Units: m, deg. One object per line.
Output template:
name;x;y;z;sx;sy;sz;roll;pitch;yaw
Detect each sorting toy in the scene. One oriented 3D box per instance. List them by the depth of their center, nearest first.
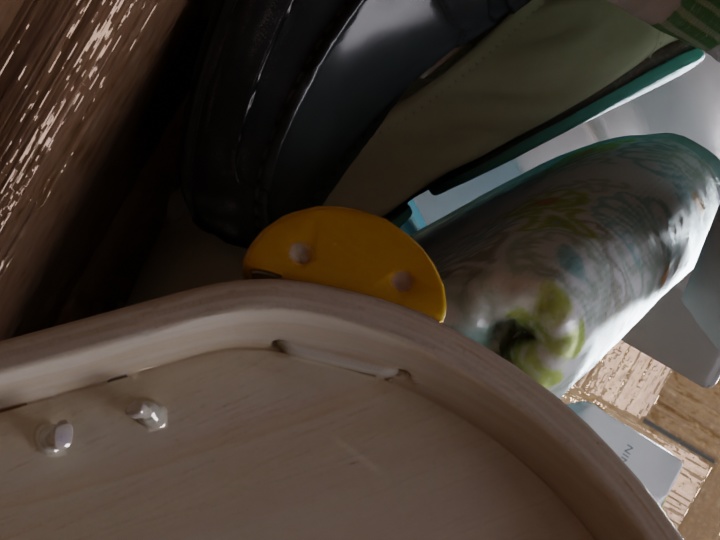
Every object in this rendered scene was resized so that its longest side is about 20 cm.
sorting toy;-0.057;0.078;0.601;0.199;0.107;0.180;-15;164;-19

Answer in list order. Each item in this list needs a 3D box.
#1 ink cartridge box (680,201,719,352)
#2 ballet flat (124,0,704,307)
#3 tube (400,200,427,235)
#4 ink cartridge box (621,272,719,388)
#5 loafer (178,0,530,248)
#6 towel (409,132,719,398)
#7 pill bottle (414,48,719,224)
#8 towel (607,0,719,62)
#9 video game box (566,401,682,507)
ink cartridge box;0.182;-0.051;0.705;0.145;0.083;0.201;-5;130;-32
ballet flat;0.002;-0.037;0.760;0.200;0.070;0.070;-33;161;-23
tube;0.000;0.000;0.924;0.050;0.078;0.200;-31;167;-14
ink cartridge box;0.155;-0.071;1.361;0.200;0.145;0.083;-57;170;-23
loafer;0.024;-0.090;0.699;0.201;0.070;0.068;-59;163;-10
towel;-0.006;0.034;0.746;0.200;0.048;0.171;-29;-175;23
pill bottle;0.113;-0.075;1.018;0.200;0.114;0.114;-32;161;-23
towel;0.135;-0.107;0.701;0.200;0.023;0.153;23;113;-46
video game box;0.007;0.136;0.947;0.183;0.047;0.200;-60;-164;-19
